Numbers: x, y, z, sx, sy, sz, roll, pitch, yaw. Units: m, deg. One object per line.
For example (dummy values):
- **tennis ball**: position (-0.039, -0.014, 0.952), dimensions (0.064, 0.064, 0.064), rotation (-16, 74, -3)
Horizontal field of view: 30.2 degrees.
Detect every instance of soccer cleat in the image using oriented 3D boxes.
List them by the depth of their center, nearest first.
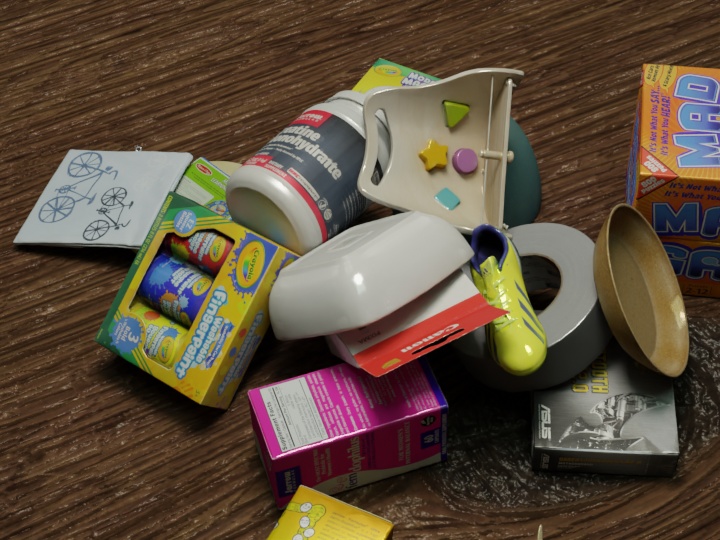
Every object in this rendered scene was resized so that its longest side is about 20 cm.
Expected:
- **soccer cleat**: position (0.153, 0.031, 1.450), dimensions (0.065, 0.084, 0.200), rotation (-22, 42, 12)

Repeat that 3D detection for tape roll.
- **tape roll**: position (0.192, 0.041, 1.530), dimensions (0.200, 0.066, 0.200), rotation (-18, 44, 18)

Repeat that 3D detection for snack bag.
- **snack bag**: position (-0.332, -0.095, 1.751), dimensions (0.200, 0.021, 0.189), rotation (2, 45, 19)

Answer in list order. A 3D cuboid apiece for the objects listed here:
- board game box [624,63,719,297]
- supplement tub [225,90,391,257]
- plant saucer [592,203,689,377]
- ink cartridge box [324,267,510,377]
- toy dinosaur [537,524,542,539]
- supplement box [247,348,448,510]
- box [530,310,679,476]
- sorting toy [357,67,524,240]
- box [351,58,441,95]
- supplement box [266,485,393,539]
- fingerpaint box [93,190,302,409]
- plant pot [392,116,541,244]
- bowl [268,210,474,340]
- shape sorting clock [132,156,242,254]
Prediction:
- **board game box**: position (0.431, -0.106, 1.626), dimensions (0.200, 0.200, 0.200), rotation (6, 49, 7)
- **supplement tub**: position (-0.052, -0.112, 1.606), dimensions (0.140, 0.140, 0.200), rotation (29, 55, 25)
- **plant saucer**: position (0.306, 0.026, 1.481), dimensions (0.035, 0.200, 0.200), rotation (-20, 40, 31)
- **ink cartridge box**: position (0.052, 0.049, 1.439), dimensions (0.161, 0.050, 0.200), rotation (-26, 8, -11)
- **toy dinosaur**: position (0.222, 0.355, 1.326), dimensions (0.200, 0.058, 0.101), rotation (40, 45, 23)
- **supplement box**: position (-0.013, 0.169, 1.462), dimensions (0.200, 0.101, 0.103), rotation (-15, 48, -10)
- **box**: position (0.272, 0.136, 1.515), dimensions (0.158, 0.048, 0.200), rotation (2, 48, 5)
- **sorting toy**: position (0.087, -0.139, 1.567), dimensions (0.180, 0.107, 0.200), rotation (6, 85, -14)
- **box**: position (0.040, -0.221, 1.853), dimensions (0.117, 0.048, 0.200), rotation (22, 51, 20)
- **supplement box**: position (-0.056, 0.333, 1.310), dimensions (0.109, 0.109, 0.200), rotation (20, 51, 19)
- **fingerpaint box**: position (-0.188, 0.034, 1.544), dimensions (0.167, 0.073, 0.200), rotation (28, 91, 24)
- **plant pot**: position (0.137, -0.144, 1.718), dimensions (0.200, 0.135, 0.200), rotation (-1, 48, 1)
- **bowl**: position (0.000, 0.000, 1.485), dimensions (0.200, 0.075, 0.200), rotation (-33, 13, -36)
- **shape sorting clock**: position (-0.211, -0.075, 1.734), dimensions (0.200, 0.039, 0.200), rotation (-9, 44, 9)
